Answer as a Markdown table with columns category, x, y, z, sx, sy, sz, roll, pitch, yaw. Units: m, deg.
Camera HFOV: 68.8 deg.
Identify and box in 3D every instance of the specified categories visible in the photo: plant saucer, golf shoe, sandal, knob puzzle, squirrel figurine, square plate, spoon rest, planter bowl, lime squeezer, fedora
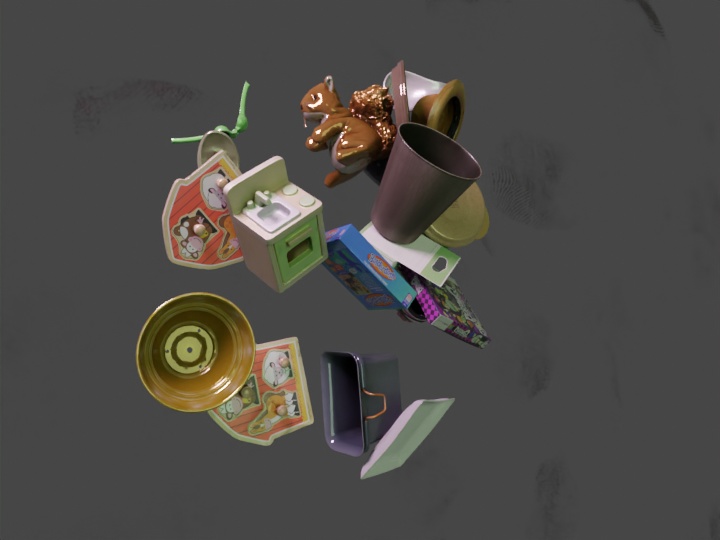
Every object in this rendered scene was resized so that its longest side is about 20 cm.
| category | x | y | z | sx | sy | sz | roll | pitch | yaw |
| --- | --- | --- | --- | --- | --- | --- | --- | --- | --- |
| plant saucer | 0.089 | -0.334 | 1.106 | 0.029 | 0.200 | 0.201 | -6 | 89 | 7 |
| golf shoe | 0.087 | 0.032 | 1.150 | 0.200 | 0.092 | 0.073 | 49 | 68 | -16 |
| sandal | -0.262 | -0.158 | 0.976 | 0.079 | 0.057 | 0.202 | 3 | 89 | -25 |
| knob puzzle | -0.191 | 0.235 | 0.997 | 0.219 | 0.030 | 0.221 | 2 | 85 | -30 |
| squirrel figurine | -0.025 | -0.307 | 1.090 | 0.199 | 0.142 | 0.187 | -26 | 82 | -12 |
| square plate | 0.096 | 0.332 | 1.074 | 0.200 | 0.028 | 0.198 | -53 | 151 | 8 |
| knob puzzle | -0.265 | -0.084 | 0.951 | 0.219 | 0.030 | 0.221 | -15 | 117 | -32 |
| spoon rest | 0.138 | -0.420 | 1.236 | 0.199 | 0.061 | 0.100 | -11 | 91 | -31 |
| planter bowl | -0.292 | 0.141 | 0.923 | 0.199 | 0.083 | 0.202 | 3 | 84 | -29 |
| lime squeezer | -0.261 | -0.282 | 1.004 | 0.071 | 0.038 | 0.200 | 50 | 65 | -17 |
| fedora | 0.169 | -0.341 | 1.194 | 0.201 | 0.081 | 0.201 | -47 | 150 | -38 |

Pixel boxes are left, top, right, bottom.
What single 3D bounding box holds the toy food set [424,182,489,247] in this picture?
| category | x | y | z | sx | sy | sz | roll | pitch | yaw |
| --- | --- | --- | --- | --- | --- | --- | --- | --- | --- |
| toy food set | 0.199 | -0.148 | 1.189 | 0.199 | 0.049 | 0.199 | -23 | 89 | -25 |

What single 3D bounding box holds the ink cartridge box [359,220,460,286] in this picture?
| category | x | y | z | sx | sy | sz | roll | pitch | yaw |
| --- | --- | --- | --- | --- | --- | --- | --- | --- | --- |
| ink cartridge box | 0.096 | -0.037 | 1.103 | 0.200 | 0.048 | 0.146 | 35 | 37 | 9 |

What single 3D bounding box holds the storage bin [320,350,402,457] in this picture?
| category | x | y | z | sx | sy | sz | roll | pitch | yaw |
| --- | --- | --- | --- | --- | --- | --- | --- | --- | --- |
| storage bin | 0.016 | 0.256 | 1.071 | 0.134 | 0.145 | 0.201 | -3 | 88 | -40 |

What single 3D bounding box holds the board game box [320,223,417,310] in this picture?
| category | x | y | z | sx | sy | sz | roll | pitch | yaw |
| --- | --- | --- | --- | --- | --- | --- | --- | --- | --- |
| board game box | 0.000 | 0.000 | 1.067 | 0.200 | 0.152 | 0.045 | 46 | 65 | -20 |

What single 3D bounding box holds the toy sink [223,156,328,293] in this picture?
| category | x | y | z | sx | sy | sz | roll | pitch | yaw |
| --- | --- | --- | --- | --- | --- | --- | --- | --- | --- |
| toy sink | -0.144 | -0.080 | 0.955 | 0.130 | 0.112 | 0.201 | -38 | 145 | -28 |

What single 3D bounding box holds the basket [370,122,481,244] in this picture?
| category | x | y | z | sx | sy | sz | roll | pitch | yaw |
| --- | --- | --- | --- | --- | --- | --- | --- | --- | --- |
| basket | 0.109 | -0.161 | 1.047 | 0.180 | 0.200 | 0.136 | 29 | 40 | -4 |

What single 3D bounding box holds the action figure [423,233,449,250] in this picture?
| category | x | y | z | sx | sy | sz | roll | pitch | yaw |
| --- | --- | --- | --- | --- | --- | --- | --- | --- | --- |
| action figure | 0.173 | -0.078 | 1.231 | 0.200 | 0.055 | 0.118 | -43 | 108 | -22 |

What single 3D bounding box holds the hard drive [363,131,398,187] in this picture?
| category | x | y | z | sx | sy | sz | roll | pitch | yaw |
| --- | --- | --- | --- | --- | --- | --- | --- | --- | --- |
| hard drive | 0.100 | -0.225 | 1.207 | 0.199 | 0.042 | 0.135 | 32 | 71 | -24 |

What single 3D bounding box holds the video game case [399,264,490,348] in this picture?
| category | x | y | z | sx | sy | sz | roll | pitch | yaw |
| --- | --- | --- | --- | --- | --- | --- | --- | --- | --- |
| video game case | 0.180 | 0.064 | 1.143 | 0.181 | 0.200 | 0.036 | 27 | 117 | -37 |
